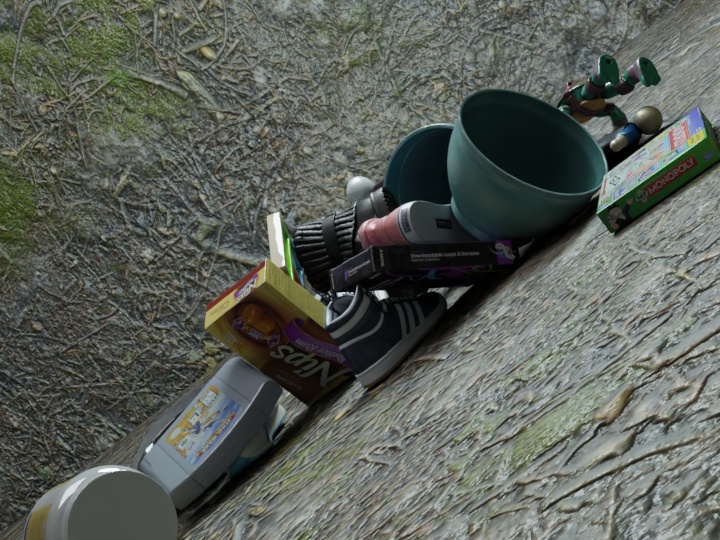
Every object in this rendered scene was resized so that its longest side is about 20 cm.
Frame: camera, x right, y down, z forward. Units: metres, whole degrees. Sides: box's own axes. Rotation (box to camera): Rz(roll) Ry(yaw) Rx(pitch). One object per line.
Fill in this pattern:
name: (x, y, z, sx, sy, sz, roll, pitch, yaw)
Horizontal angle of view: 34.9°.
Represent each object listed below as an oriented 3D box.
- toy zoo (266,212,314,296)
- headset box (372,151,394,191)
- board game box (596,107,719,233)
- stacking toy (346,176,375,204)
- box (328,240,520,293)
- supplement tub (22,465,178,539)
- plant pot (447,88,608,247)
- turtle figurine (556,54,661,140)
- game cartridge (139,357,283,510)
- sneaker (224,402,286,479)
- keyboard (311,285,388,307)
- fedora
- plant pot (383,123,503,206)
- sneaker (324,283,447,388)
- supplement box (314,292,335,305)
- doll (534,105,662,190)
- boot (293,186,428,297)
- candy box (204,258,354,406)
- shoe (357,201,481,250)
toy zoo: (-0.087, 0.033, 1.610, 0.020, 0.200, 0.131, -17, 36, 5)
headset box: (0.112, -0.110, 1.838, 0.075, 0.200, 0.149, -36, 6, 25)
board game box: (0.322, -0.112, 1.241, 0.134, 0.029, 0.200, -38, 4, 20)
stacking toy: (0.037, -0.067, 1.869, 0.146, 0.200, 0.146, -24, 27, 13)
box: (0.078, -0.003, 1.422, 0.199, 0.036, 0.143, -1, -11, -22)
supplement tub: (-0.297, 0.302, 1.309, 0.145, 0.146, 0.200, -41, 5, -31)
plant pot: (0.192, -0.114, 1.442, 0.200, 0.200, 0.134, -43, -17, -48)
turtle figurine: (0.320, -0.223, 1.596, 0.149, 0.101, 0.200, -21, -17, -30)
game cartridge: (-0.192, 0.207, 1.475, 0.200, 0.042, 0.133, -50, 26, -12)
sneaker: (-0.160, 0.211, 1.537, 0.076, 0.081, 0.200, -36, 10, 13)
keyboard: (-0.015, 0.032, 1.663, 0.104, 0.040, 0.200, -24, 41, 2)
fedora: (-0.238, 0.258, 1.627, 0.177, 0.090, 0.200, -41, 15, 2)
plant pot: (0.167, -0.121, 1.659, 0.200, 0.201, 0.188, -35, -10, 36)
sneaker: (0.031, 0.051, 1.431, 0.070, 0.109, 0.200, -34, 6, 41)
supplement box: (-0.020, 0.066, 1.763, 0.200, 0.101, 0.103, -40, 5, -15)
doll: (0.326, -0.157, 1.547, 0.200, 0.049, 0.136, -33, -6, -5)
boot: (0.001, 0.000, 1.597, 0.157, 0.212, 0.079, -26, -29, 15)
candy box: (-0.097, 0.087, 1.532, 0.117, 0.200, 0.057, -36, 30, 22)
shoe: (0.087, -0.045, 1.496, 0.091, 0.072, 0.200, -17, -16, 37)
